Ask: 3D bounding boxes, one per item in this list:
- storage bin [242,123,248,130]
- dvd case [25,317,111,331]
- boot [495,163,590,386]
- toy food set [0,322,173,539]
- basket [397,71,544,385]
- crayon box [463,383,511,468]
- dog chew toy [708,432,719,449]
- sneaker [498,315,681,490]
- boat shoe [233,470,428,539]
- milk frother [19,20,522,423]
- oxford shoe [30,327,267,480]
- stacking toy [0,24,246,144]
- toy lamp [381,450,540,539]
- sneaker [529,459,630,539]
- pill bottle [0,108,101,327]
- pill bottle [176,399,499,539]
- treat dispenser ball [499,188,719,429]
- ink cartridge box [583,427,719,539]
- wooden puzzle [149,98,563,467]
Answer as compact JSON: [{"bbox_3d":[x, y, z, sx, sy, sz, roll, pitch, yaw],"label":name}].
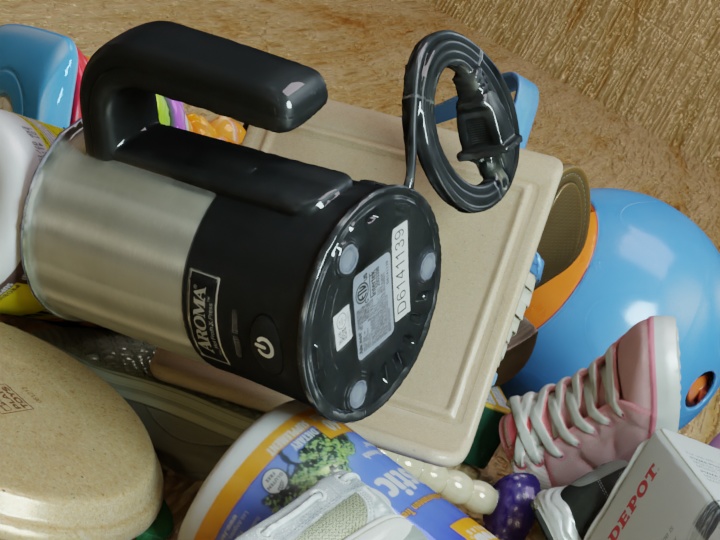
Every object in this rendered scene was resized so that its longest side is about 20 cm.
[{"bbox_3d":[-0.009,-0.042,1.271,0.199,0.136,0.094,23,18,-18],"label":"storage bin"},{"bbox_3d":[-0.229,-0.015,1.050,0.199,0.025,0.150,18,21,-29],"label":"dvd case"},{"bbox_3d":[0.074,-0.033,1.123,0.076,0.201,0.155,-28,59,-29],"label":"boot"},{"bbox_3d":[-0.184,0.083,0.804,0.199,0.049,0.198,31,17,9],"label":"toy food set"},{"bbox_3d":[0.035,-0.018,1.018,0.139,0.201,0.176,28,-24,-25],"label":"basket"},{"bbox_3d":[-0.001,0.060,1.144,0.199,0.052,0.126,22,18,-22],"label":"crayon box"},{"bbox_3d":[0.328,0.196,1.168,0.124,0.125,0.200,14,30,-38],"label":"dog chew toy"},{"bbox_3d":[0.146,0.098,1.055,0.104,0.201,0.076,4,56,-1],"label":"sneaker"},{"bbox_3d":[-0.063,0.147,0.681,0.201,0.075,0.065,-25,51,-30],"label":"boat shoe"},{"bbox_3d":[-0.039,-0.043,0.842,0.187,0.182,0.199,18,20,31],"label":"milk frother"},{"bbox_3d":[-0.114,0.079,0.919,0.199,0.058,0.075,21,19,27],"label":"oxford shoe"},{"bbox_3d":[-0.157,-0.096,1.094,0.199,0.117,0.109,2,10,-42],"label":"stacking toy"},{"bbox_3d":[0.017,0.116,1.005,0.199,0.058,0.058,22,18,-16],"label":"toy lamp"},{"bbox_3d":[0.188,0.169,1.035,0.200,0.079,0.074,27,31,-53],"label":"sneaker"},{"bbox_3d":[-0.175,-0.026,0.930,0.109,0.110,0.200,37,10,26],"label":"pill bottle"},{"bbox_3d":[0.017,0.161,0.786,0.199,0.113,0.112,34,18,20],"label":"pill bottle"},{"bbox_3d":[0.188,0.038,1.243,0.200,0.202,0.201,26,18,-9],"label":"treat dispenser ball"},{"bbox_3d":[0.195,0.204,0.882,0.083,0.146,0.200,20,20,-23],"label":"ink cartridge box"},{"bbox_3d":[0.000,0.000,0.908,0.184,0.201,0.037,16,-24,14],"label":"wooden puzzle"}]
